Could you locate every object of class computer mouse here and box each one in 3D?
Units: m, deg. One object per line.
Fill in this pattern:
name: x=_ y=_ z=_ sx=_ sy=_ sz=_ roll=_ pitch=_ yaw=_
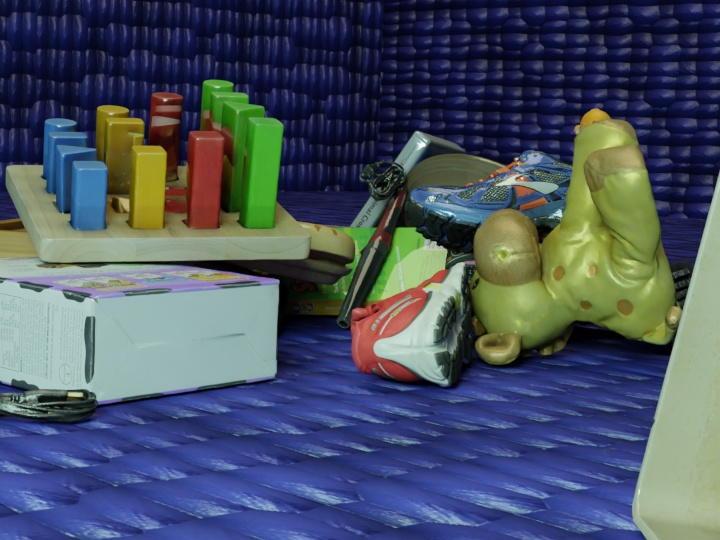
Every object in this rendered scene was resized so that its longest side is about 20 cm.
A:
computer mouse: x=-0.244 y=0.070 z=0.836 sx=0.199 sy=0.034 sz=0.059 roll=0 pitch=5 yaw=-28

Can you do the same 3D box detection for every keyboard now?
keyboard: x=0.269 y=0.007 z=1.329 sx=0.021 sy=0.128 sz=0.200 roll=-38 pitch=-11 yaw=22

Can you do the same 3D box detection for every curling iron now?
curling iron: x=0.006 y=-0.024 z=1.363 sx=0.049 sy=0.201 sz=0.026 roll=26 pitch=-40 yaw=-13

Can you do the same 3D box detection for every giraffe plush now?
giraffe plush: x=0.155 y=-0.002 z=1.162 sx=0.161 sy=0.202 sz=0.173 roll=-15 pitch=-5 yaw=10

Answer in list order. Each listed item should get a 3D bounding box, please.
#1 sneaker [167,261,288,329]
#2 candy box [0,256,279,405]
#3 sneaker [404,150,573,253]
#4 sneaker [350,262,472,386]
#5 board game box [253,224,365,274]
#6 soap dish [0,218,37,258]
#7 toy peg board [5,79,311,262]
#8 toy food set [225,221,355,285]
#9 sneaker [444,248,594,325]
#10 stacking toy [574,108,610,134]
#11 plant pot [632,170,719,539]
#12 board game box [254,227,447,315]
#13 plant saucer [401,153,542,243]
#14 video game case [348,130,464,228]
sneaker: x=-0.133 y=0.015 z=1.215 sx=0.115 sy=0.076 sz=0.200 roll=4 pitch=3 yaw=37
candy box: x=-0.183 y=0.034 z=1.029 sx=0.199 sy=0.072 sz=0.167 roll=8 pitch=8 yaw=40
sneaker: x=0.130 y=-0.061 z=1.272 sx=0.198 sy=0.079 sz=0.075 roll=-1 pitch=-17 yaw=-18
sneaker: x=0.036 y=0.037 z=1.098 sx=0.084 sy=0.078 sz=0.200 roll=-2 pitch=4 yaw=11
board game box: x=-0.003 y=0.000 z=1.414 sx=0.198 sy=0.020 sz=0.103 roll=4 pitch=44 yaw=18
soap dish: x=-0.269 y=-0.004 z=1.332 sx=0.156 sy=0.082 sz=0.200 roll=4 pitch=7 yaw=13
toy peg board: x=-0.157 y=-0.084 z=1.144 sx=0.198 sy=0.099 sz=0.200 roll=-1 pitch=18 yaw=-21
toy food set: x=-0.100 y=-0.031 z=1.289 sx=0.196 sy=0.049 sz=0.200 roll=14 pitch=2 yaw=0
sneaker: x=0.160 y=0.025 z=1.323 sx=0.198 sy=0.087 sz=0.081 roll=17 pitch=-36 yaw=-3
stacking toy: x=0.232 y=-0.062 z=1.516 sx=0.115 sy=0.202 sz=0.110 roll=4 pitch=6 yaw=21
plant pot: x=0.231 y=0.045 z=0.576 sx=0.176 sy=0.202 sz=0.200 roll=14 pitch=5 yaw=-3
board game box: x=0.000 y=0.000 z=1.380 sx=0.198 sy=0.030 sz=0.096 roll=2 pitch=45 yaw=13
plant saucer: x=0.122 y=-0.028 z=1.428 sx=0.199 sy=0.201 sz=0.030 roll=7 pitch=50 yaw=38
video game case: x=0.033 y=-0.058 z=1.553 sx=0.022 sy=0.183 sz=0.200 roll=37 pitch=9 yaw=11
